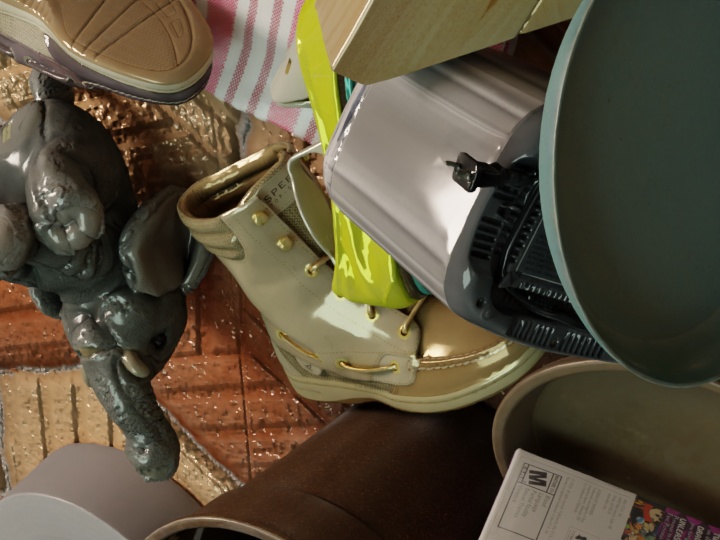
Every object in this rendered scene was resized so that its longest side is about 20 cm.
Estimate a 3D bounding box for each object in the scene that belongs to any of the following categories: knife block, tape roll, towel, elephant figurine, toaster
[{"bbox_3d":[0.058,-0.188,0.713,0.199,0.064,0.176,-18,126,4],"label":"knife block"},{"bbox_3d":[-0.183,0.228,1.282,0.200,0.066,0.201,21,132,25],"label":"tape roll"},{"bbox_3d":[-0.015,-0.123,0.912,0.200,0.030,0.147,29,134,17],"label":"towel"},{"bbox_3d":[-0.157,0.002,1.054,0.200,0.155,0.142,43,-179,-36],"label":"elephant figurine"},{"bbox_3d":[0.072,-0.036,0.792,0.129,0.200,0.114,37,107,45],"label":"toaster"}]

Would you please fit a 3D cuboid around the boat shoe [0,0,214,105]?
[{"bbox_3d":[-0.157,-0.137,0.981,0.200,0.072,0.065,25,149,29],"label":"boat shoe"}]

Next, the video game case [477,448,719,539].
[{"bbox_3d":[0.129,0.203,0.868,0.181,0.200,0.036,21,138,9],"label":"video game case"}]

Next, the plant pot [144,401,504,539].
[{"bbox_3d":[0.001,0.177,0.997,0.200,0.198,0.201,17,125,27],"label":"plant pot"}]

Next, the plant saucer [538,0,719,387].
[{"bbox_3d":[0.138,-0.051,0.730,0.027,0.200,0.201,8,127,47],"label":"plant saucer"}]

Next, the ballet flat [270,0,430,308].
[{"bbox_3d":[-0.009,-0.073,0.863,0.067,0.067,0.201,-3,110,27],"label":"ballet flat"}]

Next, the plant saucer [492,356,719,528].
[{"bbox_3d":[0.169,0.108,0.922,0.199,0.030,0.200,17,142,14],"label":"plant saucer"}]

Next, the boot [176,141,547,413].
[{"bbox_3d":[0.000,0.000,0.952,0.200,0.073,0.156,-3,130,46],"label":"boot"}]
